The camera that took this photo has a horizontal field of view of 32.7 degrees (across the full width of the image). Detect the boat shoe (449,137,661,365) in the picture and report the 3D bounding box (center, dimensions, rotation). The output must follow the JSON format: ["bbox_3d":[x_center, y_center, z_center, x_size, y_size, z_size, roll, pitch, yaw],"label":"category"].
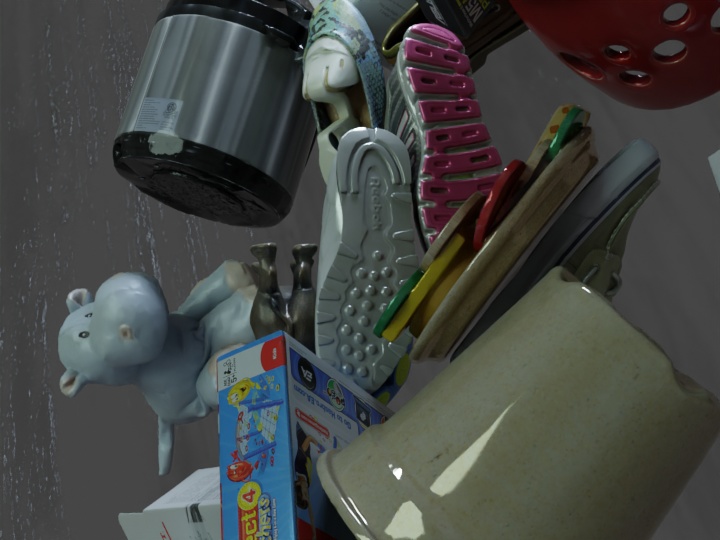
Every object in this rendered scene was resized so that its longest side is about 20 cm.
[{"bbox_3d":[0.140,0.005,0.818,0.062,0.072,0.201,39,99,9],"label":"boat shoe"}]

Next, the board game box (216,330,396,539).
[{"bbox_3d":[-0.014,0.171,0.799,0.055,0.200,0.198,-21,54,22],"label":"board game box"}]

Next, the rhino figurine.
[{"bbox_3d":[-0.058,0.035,0.983,0.200,0.059,0.089,104,160,-81],"label":"rhino figurine"}]

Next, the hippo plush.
[{"bbox_3d":[-0.183,0.053,1.090,0.199,0.159,0.161,-37,39,41],"label":"hippo plush"}]

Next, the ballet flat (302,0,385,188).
[{"bbox_3d":[-0.013,-0.127,1.000,0.074,0.074,0.203,-19,85,44],"label":"ballet flat"}]

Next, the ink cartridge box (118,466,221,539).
[{"bbox_3d":[-0.089,0.213,0.938,0.198,0.068,0.117,-15,103,46],"label":"ink cartridge box"}]

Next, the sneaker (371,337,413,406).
[{"bbox_3d":[-0.030,0.101,0.965,0.201,0.070,0.083,-57,44,18],"label":"sneaker"}]

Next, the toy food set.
[{"bbox_3d":[0.089,-0.022,0.808,0.048,0.198,0.201,39,106,8],"label":"toy food set"}]

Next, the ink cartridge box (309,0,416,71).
[{"bbox_3d":[0.037,-0.302,1.078,0.201,0.085,0.148,-53,39,21],"label":"ink cartridge box"}]

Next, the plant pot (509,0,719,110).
[{"bbox_3d":[0.170,-0.230,0.800,0.199,0.181,0.204,-28,52,43],"label":"plant pot"}]

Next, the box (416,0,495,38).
[{"bbox_3d":[0.073,-0.287,0.856,0.044,0.200,0.161,33,82,36],"label":"box"}]

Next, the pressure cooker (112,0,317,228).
[{"bbox_3d":[-0.116,-0.158,1.112,0.179,0.173,0.203,139,147,-74],"label":"pressure cooker"}]

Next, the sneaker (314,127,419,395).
[{"bbox_3d":[0.000,0.000,0.906,0.080,0.075,0.203,136,143,-65],"label":"sneaker"}]

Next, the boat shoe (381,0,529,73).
[{"bbox_3d":[0.099,-0.220,0.971,0.200,0.067,0.073,-45,40,25],"label":"boat shoe"}]

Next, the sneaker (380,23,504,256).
[{"bbox_3d":[0.059,-0.083,0.951,0.088,0.072,0.203,130,132,-66],"label":"sneaker"}]

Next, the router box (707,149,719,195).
[{"bbox_3d":[0.299,-0.035,0.646,0.199,0.048,0.182,-36,47,35],"label":"router box"}]

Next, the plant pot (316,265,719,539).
[{"bbox_3d":[0.107,0.109,0.715,0.184,0.200,0.201,-49,39,5],"label":"plant pot"}]
